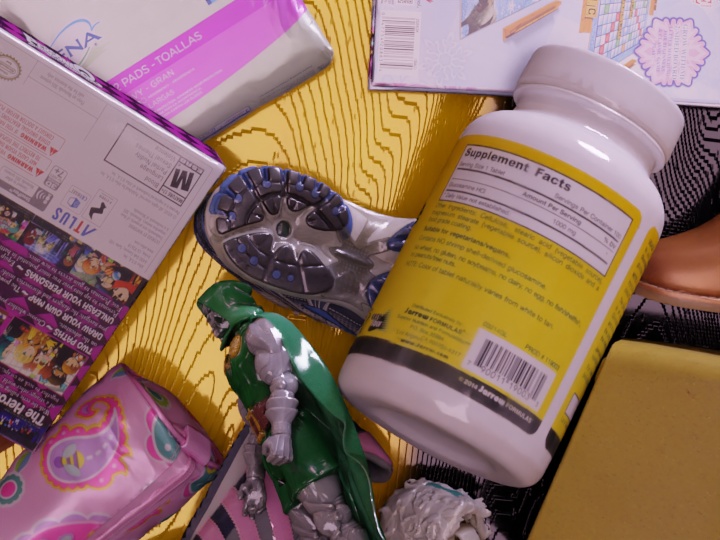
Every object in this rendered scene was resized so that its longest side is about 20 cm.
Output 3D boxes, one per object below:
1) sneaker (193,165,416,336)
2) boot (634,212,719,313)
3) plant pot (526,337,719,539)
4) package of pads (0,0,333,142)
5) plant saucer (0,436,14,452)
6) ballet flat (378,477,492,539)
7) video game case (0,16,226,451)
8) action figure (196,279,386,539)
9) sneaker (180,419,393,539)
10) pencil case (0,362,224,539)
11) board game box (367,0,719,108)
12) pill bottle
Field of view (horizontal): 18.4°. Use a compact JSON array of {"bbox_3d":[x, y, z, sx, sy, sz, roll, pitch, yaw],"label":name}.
[{"bbox_3d":[0.000,0.000,1.164,0.200,0.085,0.077,28,78,-23],"label":"sneaker"},{"bbox_3d":[0.226,-0.063,1.137,0.199,0.077,0.156,-7,110,-5],"label":"boot"},{"bbox_3d":[0.182,0.130,1.118,0.176,0.200,0.201,24,93,9],"label":"plant pot"},{"bbox_3d":[-0.129,-0.154,1.154,0.154,0.068,0.200,-31,92,0],"label":"package of pads"},{"bbox_3d":[-0.235,0.020,1.145,0.199,0.037,0.201,-5,110,-13],"label":"plant saucer"},{"bbox_3d":[0.053,0.209,1.167,0.071,0.072,0.201,-10,93,1],"label":"ballet flat"},{"bbox_3d":[-0.197,-0.031,1.095,0.200,0.036,0.182,31,99,-22],"label":"video game case"},{"bbox_3d":[-0.030,0.092,1.083,0.055,0.118,0.201,-17,68,-23],"label":"action figure"},{"bbox_3d":[-0.051,0.151,1.128,0.082,0.070,0.200,26,63,6],"label":"sneaker"},{"bbox_3d":[-0.164,0.141,1.161,0.200,0.087,0.087,-44,92,0],"label":"pencil case"},{"bbox_3d":[0.107,-0.189,1.165,0.199,0.041,0.201,4,94,0],"label":"board game box"},{"bbox_3d":[0.080,-0.005,1.093,0.112,0.112,0.201,28,78,-2],"label":"pill bottle"}]
